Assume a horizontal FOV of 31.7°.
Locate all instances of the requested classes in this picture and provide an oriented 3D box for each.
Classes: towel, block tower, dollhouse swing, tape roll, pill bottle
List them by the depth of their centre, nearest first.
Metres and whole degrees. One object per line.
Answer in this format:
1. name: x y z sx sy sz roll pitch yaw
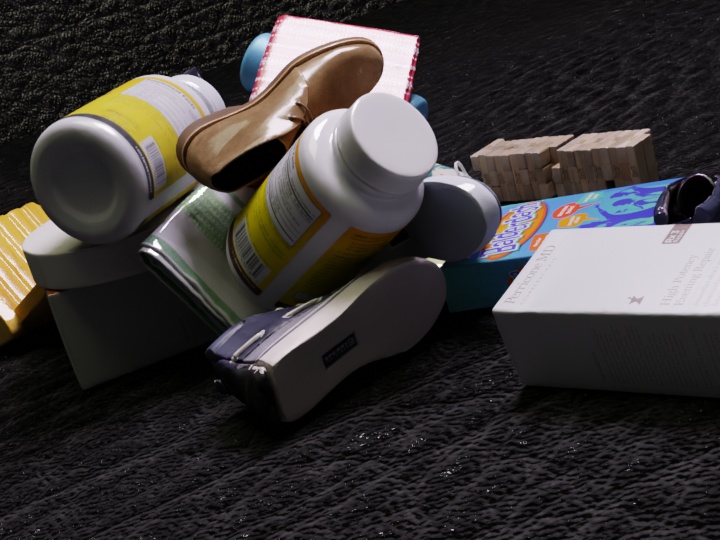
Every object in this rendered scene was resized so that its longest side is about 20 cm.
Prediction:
1. pill bottle: -0.022 -0.054 1.015 0.109 0.109 0.200 -33 -8 -43
2. towel: -0.082 -0.029 1.113 0.200 0.149 0.031 -49 6 -35
3. pill bottle: -0.196 -0.109 1.128 0.111 0.113 0.200 -8 20 24
4. towel: -0.029 -0.147 1.150 0.144 0.023 0.201 10 57 5
5. tape roll: -0.214 -0.039 1.180 0.201 0.037 0.203 -15 18 5
6. block tower: 0.211 -0.106 1.301 0.199 0.058 0.054 3 25 43
7. dollhouse swing: -0.331 -0.037 1.362 0.200 0.182 0.176 -32 -18 -42

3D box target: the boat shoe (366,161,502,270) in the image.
1. boat shoe: 0.075 -0.046 1.070 0.086 0.075 0.202 -30 1 -28

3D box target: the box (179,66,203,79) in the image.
1. box: -0.199 -0.123 1.480 0.104 0.183 0.200 -30 13 9

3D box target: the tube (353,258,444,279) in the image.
1. tube: 0.000 0.000 1.186 0.052 0.058 0.199 25 -8 -40

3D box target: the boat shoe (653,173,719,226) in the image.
1. boat shoe: 0.275 -0.038 0.957 0.074 0.093 0.200 -6 20 29

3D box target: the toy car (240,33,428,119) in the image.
1. toy car: -0.015 -0.137 1.300 0.184 0.178 0.200 24 15 18

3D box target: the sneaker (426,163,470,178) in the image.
1. sneaker: 0.083 -0.074 1.323 0.093 0.071 0.200 18 7 -1

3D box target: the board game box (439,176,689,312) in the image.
1. board game box: 0.185 -0.023 1.077 0.199 0.045 0.152 -9 19 28

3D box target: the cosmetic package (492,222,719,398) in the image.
1. cosmetic package: 0.198 0.024 0.838 0.199 0.074 0.102 0 37 41

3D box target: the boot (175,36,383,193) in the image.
1. boot: -0.054 -0.126 1.068 0.199 0.074 0.075 -33 37 -12

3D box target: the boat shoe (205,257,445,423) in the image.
1. boat shoe: -0.029 0.042 0.992 0.199 0.075 0.092 -30 29 -35

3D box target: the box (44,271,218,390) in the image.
1. box: -0.193 0.019 1.207 0.199 0.098 0.124 -21 19 -13
